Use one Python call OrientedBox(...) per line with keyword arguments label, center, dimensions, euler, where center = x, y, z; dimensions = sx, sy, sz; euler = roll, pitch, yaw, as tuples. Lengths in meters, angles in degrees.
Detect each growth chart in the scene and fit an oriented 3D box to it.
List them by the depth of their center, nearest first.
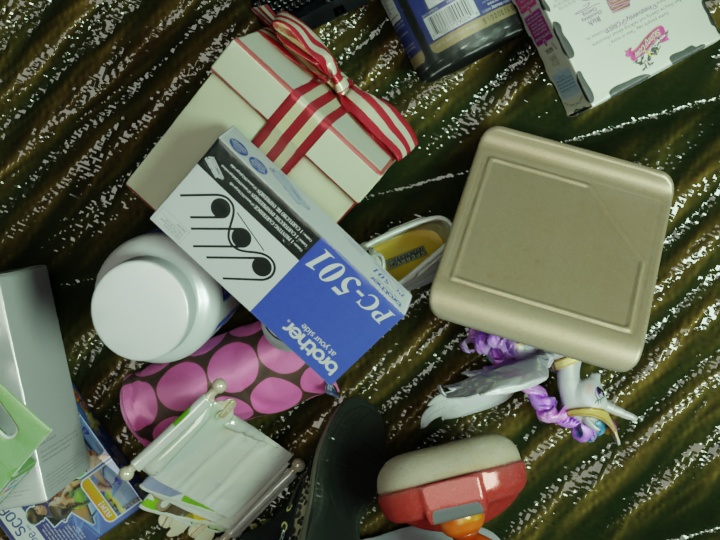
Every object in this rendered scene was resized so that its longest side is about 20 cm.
OrientedBox(label="growth chart", center=(-0.135, 0.191, 1.032), dimensions=(0.144, 0.200, 0.018), euler=(-39, 50, -1))

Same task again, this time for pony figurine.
OrientedBox(label="pony figurine", center=(0.147, 0.069, 1.016), dimensions=(0.191, 0.167, 0.202), euler=(-7, 79, -8))

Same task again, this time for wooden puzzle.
OrientedBox(label="wooden puzzle", center=(0.171, -0.021, 0.984), dimensions=(0.183, 0.037, 0.201), euler=(16, 62, 7))

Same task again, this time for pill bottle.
OrientedBox(label="pill bottle", center=(-0.170, 0.018, 0.986), dimensions=(0.111, 0.200, 0.113), euler=(1, 97, 4))
OrientedBox(label="pill bottle", center=(0.060, -0.281, 0.994), dimensions=(0.111, 0.112, 0.201), euler=(-26, 94, 5))

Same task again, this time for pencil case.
OrientedBox(label="pencil case", center=(-0.122, 0.110, 1.056), dimensions=(0.198, 0.091, 0.094), euler=(-19, 136, 6))

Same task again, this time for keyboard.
OrientedBox(label="keyboard", center=(-0.041, -0.273, 0.979), dimensions=(0.199, 0.039, 0.105), euler=(-16, 94, 43))

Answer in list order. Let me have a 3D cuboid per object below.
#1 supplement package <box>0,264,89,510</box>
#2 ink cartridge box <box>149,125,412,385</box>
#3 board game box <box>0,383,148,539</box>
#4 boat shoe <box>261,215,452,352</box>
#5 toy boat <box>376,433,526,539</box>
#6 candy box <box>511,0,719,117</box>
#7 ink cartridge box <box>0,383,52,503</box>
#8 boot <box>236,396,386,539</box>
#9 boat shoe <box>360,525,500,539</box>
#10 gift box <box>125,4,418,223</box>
OrientedBox(label="supplement package", center=(-0.338, 0.107, 1.009), dimensions=(0.120, 0.120, 0.202), euler=(-10, 94, 6))
OrientedBox(label="ink cartridge box", center=(-0.062, -0.011, 0.892), dimensions=(0.200, 0.044, 0.094), euler=(43, 113, -6))
OrientedBox(label="board game box", center=(-0.317, 0.182, 1.092), dimensions=(0.135, 0.034, 0.201), euler=(-35, 92, 5))
OrientedBox(label="boat shoe", center=(0.003, 0.004, 1.000), dimensions=(0.201, 0.086, 0.075), euler=(-24, 70, -18))
OrientedBox(label="toy boat", center=(0.090, 0.221, 0.992), dimensions=(0.129, 0.200, 0.132), euler=(-14, 79, 4))
OrientedBox(label="candy box", center=(0.198, -0.252, 0.947), dimensions=(0.136, 0.061, 0.201), euler=(-27, 93, -10))
OrientedBox(label="ink cartridge box", center=(-0.344, 0.164, 0.923), dimensions=(0.104, 0.059, 0.200), euler=(42, 98, 1))
OrientedBox(label="boot", center=(-0.057, 0.225, 1.050), dimensions=(0.073, 0.153, 0.205), euler=(32, 54, -24))
OrientedBox(label="boat shoe", center=(0.043, 0.299, 1.079), dimensions=(0.198, 0.071, 0.070), euler=(-11, 122, 0))
OrientedBox(label="gift box", center=(-0.071, -0.116, 0.984), dimensions=(0.184, 0.200, 0.187), euler=(40, 112, -8))
